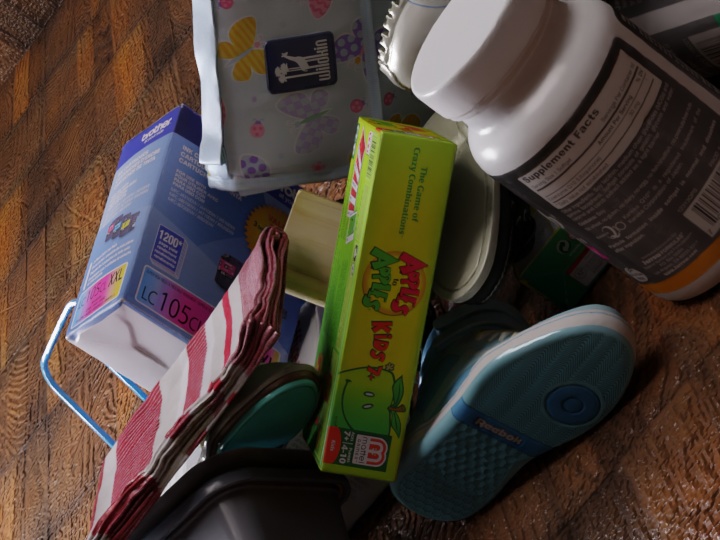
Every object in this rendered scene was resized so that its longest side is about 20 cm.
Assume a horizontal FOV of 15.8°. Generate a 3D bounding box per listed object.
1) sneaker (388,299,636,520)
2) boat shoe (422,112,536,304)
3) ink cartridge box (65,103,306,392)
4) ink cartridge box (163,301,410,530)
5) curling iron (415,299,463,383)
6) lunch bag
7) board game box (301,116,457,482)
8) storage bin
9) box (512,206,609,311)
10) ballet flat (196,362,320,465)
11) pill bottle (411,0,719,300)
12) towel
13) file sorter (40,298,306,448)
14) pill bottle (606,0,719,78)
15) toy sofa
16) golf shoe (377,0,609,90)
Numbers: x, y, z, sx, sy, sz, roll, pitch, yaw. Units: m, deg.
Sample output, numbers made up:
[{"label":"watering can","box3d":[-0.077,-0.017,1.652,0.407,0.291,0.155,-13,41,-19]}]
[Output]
[{"label":"sneaker","box3d":[0.091,0.049,1.539,0.200,0.079,0.131,-40,26,38]},{"label":"boat shoe","box3d":[0.076,-0.032,1.590,0.075,0.066,0.200,-52,23,17]},{"label":"ink cartridge box","box3d":[-0.105,-0.014,1.747,0.076,0.136,0.201,-31,36,42]},{"label":"ink cartridge box","box3d":[-0.056,0.136,1.752,0.200,0.083,0.145,-50,19,19]},{"label":"curling iron","box3d":[0.064,-0.018,1.661,0.025,0.050,0.201,-4,53,37]},{"label":"lunch bag","box3d":[-0.028,-0.149,1.702,0.127,0.171,0.199,10,19,40]},{"label":"board game box","box3d":[0.010,0.015,1.546,0.102,0.047,0.201,-133,53,-79]},{"label":"storage bin","box3d":[-0.073,0.220,1.595,0.200,0.145,0.135,-42,57,34]},{"label":"box","box3d":[0.135,-0.067,1.671,0.118,0.048,0.200,-51,22,17]},{"label":"ballet flat","box3d":[-0.073,0.095,1.589,0.064,0.067,0.200,62,155,25]},{"label":"pill bottle","box3d":[0.133,-0.081,1.457,0.116,0.200,0.117,-47,20,23]},{"label":"towel","box3d":[-0.108,0.075,1.576,0.200,0.023,0.144,-53,13,20]},{"label":"file sorter","box3d":[-0.116,0.032,1.871,0.200,0.123,0.139,-43,-8,-33]},{"label":"pill bottle","box3d":[0.165,-0.161,1.570,0.199,0.113,0.114,-15,41,37]},{"label":"toy sofa","box3d":[0.000,0.000,1.703,0.200,0.082,0.098,-24,-45,-77]},{"label":"golf shoe","box3d":[0.093,-0.161,1.512,0.200,0.078,0.097,-46,61,26]}]
